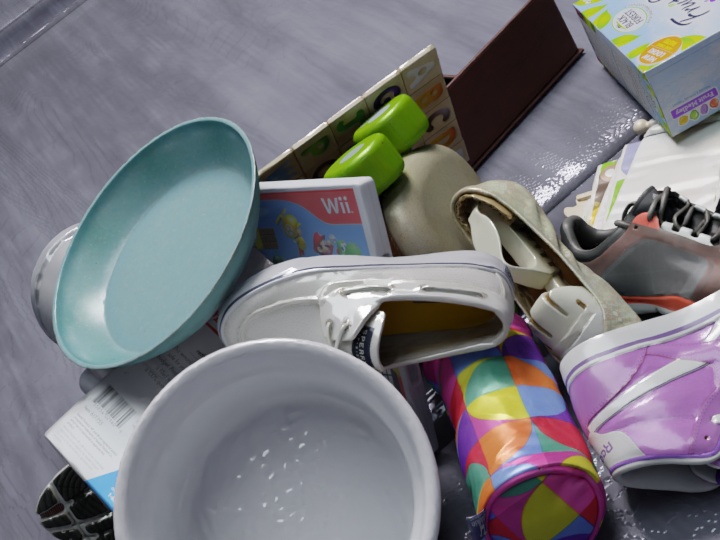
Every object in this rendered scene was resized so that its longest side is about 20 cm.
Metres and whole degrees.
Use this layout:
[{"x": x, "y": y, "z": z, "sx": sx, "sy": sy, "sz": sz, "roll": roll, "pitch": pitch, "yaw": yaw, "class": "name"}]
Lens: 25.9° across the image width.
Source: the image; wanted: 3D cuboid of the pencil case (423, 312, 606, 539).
[{"x": 0.095, "y": 0.105, "z": 1.005, "sx": 0.088, "sy": 0.089, "sz": 0.200, "roll": -28, "pitch": 31, "yaw": 9, "class": "pencil case"}]

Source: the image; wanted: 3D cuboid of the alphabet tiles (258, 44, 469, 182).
[{"x": 0.010, "y": -0.074, "z": 1.247, "sx": 0.167, "sy": 0.200, "sz": 0.008, "roll": -37, "pitch": 61, "yaw": -6, "class": "alphabet tiles"}]

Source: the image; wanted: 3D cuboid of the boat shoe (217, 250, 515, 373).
[{"x": 0.002, "y": 0.035, "z": 1.016, "sx": 0.198, "sy": 0.071, "sz": 0.070, "roll": -5, "pitch": 31, "yaw": 5, "class": "boat shoe"}]

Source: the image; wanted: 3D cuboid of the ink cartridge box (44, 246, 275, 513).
[{"x": -0.106, "y": 0.093, "z": 1.100, "sx": 0.200, "sy": 0.068, "sz": 0.116, "roll": -43, "pitch": 59, "yaw": -11, "class": "ink cartridge box"}]

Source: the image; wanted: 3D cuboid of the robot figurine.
[{"x": -0.190, "y": 0.026, "z": 1.237, "sx": 0.200, "sy": 0.112, "sz": 0.171, "roll": 28, "pitch": 107, "yaw": 52, "class": "robot figurine"}]

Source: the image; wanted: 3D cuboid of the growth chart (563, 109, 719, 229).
[{"x": 0.223, "y": -0.062, "z": 1.182, "sx": 0.144, "sy": 0.018, "sz": 0.200, "roll": -4, "pitch": 42, "yaw": 41, "class": "growth chart"}]

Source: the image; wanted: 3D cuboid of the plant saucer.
[{"x": -0.136, "y": -0.014, "z": 1.101, "sx": 0.199, "sy": 0.036, "sz": 0.201, "roll": -26, "pitch": 45, "yaw": 30, "class": "plant saucer"}]

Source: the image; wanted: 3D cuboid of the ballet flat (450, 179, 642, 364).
[{"x": 0.124, "y": 0.015, "z": 1.056, "sx": 0.200, "sy": 0.062, "sz": 0.068, "roll": 53, "pitch": 125, "yaw": 34, "class": "ballet flat"}]

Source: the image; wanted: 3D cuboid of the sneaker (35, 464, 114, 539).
[{"x": -0.163, "y": 0.143, "z": 1.224, "sx": 0.199, "sy": 0.077, "sz": 0.085, "roll": -34, "pitch": 13, "yaw": -12, "class": "sneaker"}]

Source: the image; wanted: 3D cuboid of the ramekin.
[{"x": -0.044, "y": 0.150, "z": 0.970, "sx": 0.199, "sy": 0.098, "sz": 0.202, "roll": -2, "pitch": 75, "yaw": 9, "class": "ramekin"}]

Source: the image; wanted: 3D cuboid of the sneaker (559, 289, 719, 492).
[{"x": 0.233, "y": 0.072, "z": 0.952, "sx": 0.199, "sy": 0.073, "sz": 0.115, "roll": -24, "pitch": 52, "yaw": 4, "class": "sneaker"}]

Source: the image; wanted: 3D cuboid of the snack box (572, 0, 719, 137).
[{"x": 0.282, "y": -0.206, "z": 1.269, "sx": 0.168, "sy": 0.068, "sz": 0.200, "roll": -29, "pitch": 25, "yaw": 5, "class": "snack box"}]

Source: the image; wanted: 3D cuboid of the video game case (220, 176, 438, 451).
[{"x": -0.023, "y": 0.034, "z": 1.110, "sx": 0.142, "sy": 0.201, "sz": 0.017, "roll": 0, "pitch": 20, "yaw": 44, "class": "video game case"}]

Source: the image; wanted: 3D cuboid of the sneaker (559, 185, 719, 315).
[{"x": 0.214, "y": -0.016, "z": 1.045, "sx": 0.199, "sy": 0.082, "sz": 0.077, "roll": -8, "pitch": 15, "yaw": 36, "class": "sneaker"}]

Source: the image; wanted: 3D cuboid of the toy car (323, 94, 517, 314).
[{"x": 0.000, "y": 0.000, "z": 1.171, "sx": 0.199, "sy": 0.165, "sz": 0.158, "roll": -33, "pitch": 13, "yaw": 28, "class": "toy car"}]

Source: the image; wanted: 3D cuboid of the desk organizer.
[{"x": 0.101, "y": -0.163, "z": 1.383, "sx": 0.200, "sy": 0.077, "sz": 0.071, "roll": -47, "pitch": 33, "yaw": -22, "class": "desk organizer"}]
